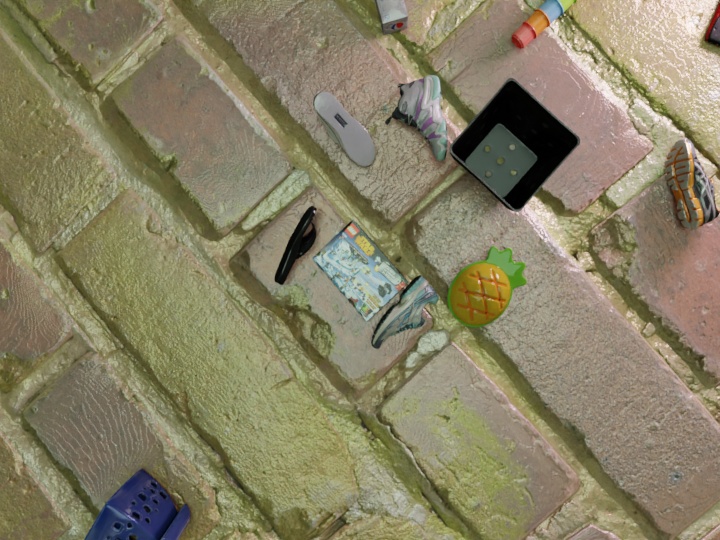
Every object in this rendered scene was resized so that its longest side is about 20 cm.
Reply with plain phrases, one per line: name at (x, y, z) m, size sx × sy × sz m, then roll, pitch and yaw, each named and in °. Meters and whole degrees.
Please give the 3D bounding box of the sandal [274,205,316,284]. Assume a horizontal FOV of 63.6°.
sandal at (-0.145, -0.057, 1.380) m, size 0.047 × 0.075 × 0.203 m, roll 23°, pitch 100°, yaw -21°

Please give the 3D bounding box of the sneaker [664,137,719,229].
sneaker at (0.747, -0.197, 1.304) m, size 0.076 × 0.078 × 0.203 m, roll -13°, pitch 93°, yaw -9°

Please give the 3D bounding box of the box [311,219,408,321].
box at (0.000, 0.000, 1.375) m, size 0.137 × 0.040 × 0.200 m, roll -42°, pitch 87°, yaw 5°

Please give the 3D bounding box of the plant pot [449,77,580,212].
plant pot at (0.323, -0.260, 1.280) m, size 0.199 × 0.177 × 0.200 m, roll 42°, pitch 94°, yaw 3°

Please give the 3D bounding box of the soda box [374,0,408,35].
soda box at (0.058, -0.667, 1.355) m, size 0.062 × 0.068 × 0.203 m, roll -14°, pitch 88°, yaw 4°

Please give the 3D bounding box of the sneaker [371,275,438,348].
sneaker at (0.104, 0.112, 1.350) m, size 0.086 × 0.078 × 0.201 m, roll 40°, pitch 93°, yaw 0°

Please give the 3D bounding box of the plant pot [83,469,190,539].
plant pot at (-0.521, 0.620, 1.345) m, size 0.178 × 0.200 × 0.202 m, roll 31°, pitch 92°, yaw -2°

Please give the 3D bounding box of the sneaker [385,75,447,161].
sneaker at (0.127, -0.344, 1.352) m, size 0.137 × 0.078 × 0.204 m, roll -8°, pitch 80°, yaw 6°

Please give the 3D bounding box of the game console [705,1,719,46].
game console at (0.906, -0.568, 1.310) m, size 0.197 × 0.031 × 0.179 m, roll 23°, pitch 97°, yaw 5°

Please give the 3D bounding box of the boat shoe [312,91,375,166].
boat shoe at (-0.042, -0.330, 1.365) m, size 0.072 × 0.066 × 0.200 m, roll -46°, pitch 108°, yaw 0°

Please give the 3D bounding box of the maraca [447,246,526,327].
maraca at (0.287, 0.038, 1.318) m, size 0.200 × 0.107 × 0.137 m, roll -45°, pitch 94°, yaw 3°

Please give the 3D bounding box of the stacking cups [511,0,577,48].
stacking cups at (0.433, -0.593, 1.328) m, size 0.200 × 0.061 × 0.061 m, roll -44°, pitch 87°, yaw 3°
